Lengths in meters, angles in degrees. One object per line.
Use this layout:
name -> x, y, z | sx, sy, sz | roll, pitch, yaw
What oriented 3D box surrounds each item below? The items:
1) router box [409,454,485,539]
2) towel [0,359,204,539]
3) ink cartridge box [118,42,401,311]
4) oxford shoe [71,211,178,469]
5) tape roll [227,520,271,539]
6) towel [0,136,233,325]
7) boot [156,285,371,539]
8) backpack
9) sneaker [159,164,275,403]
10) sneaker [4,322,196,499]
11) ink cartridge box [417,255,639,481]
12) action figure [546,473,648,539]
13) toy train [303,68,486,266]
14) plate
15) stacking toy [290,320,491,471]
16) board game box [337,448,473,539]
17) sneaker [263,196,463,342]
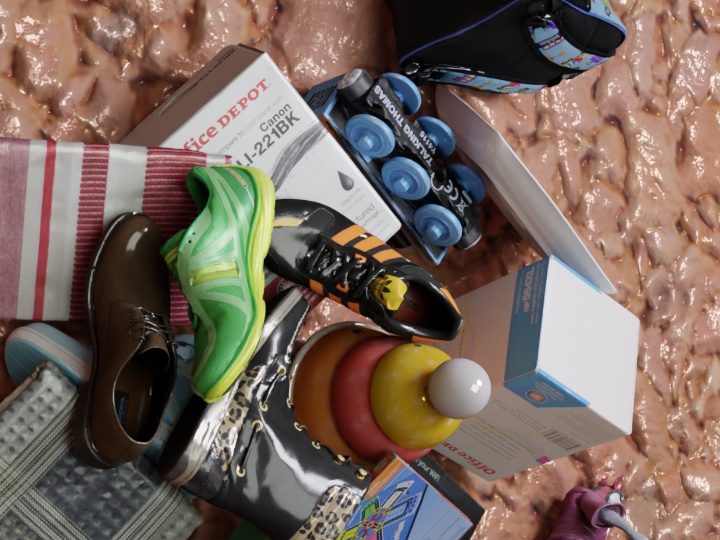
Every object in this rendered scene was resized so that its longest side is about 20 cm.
router box -> 0.008, 0.217, 1.577 | 0.200, 0.051, 0.149 | 46, 60, -26
towel -> -0.250, 0.201, 1.365 | 0.200, 0.035, 0.193 | -46, 113, -9
ink cartridge box -> -0.086, -0.069, 1.481 | 0.144, 0.084, 0.200 | -43, 113, -9
oxford shoe -> -0.166, 0.048, 1.343 | 0.073, 0.084, 0.201 | 12, 70, -35
tape roll -> -0.029, 0.279, 1.494 | 0.200, 0.048, 0.201 | -7, 111, -18
towel -> -0.205, -0.030, 1.393 | 0.199, 0.023, 0.144 | 3, 103, -20
boot -> -0.058, 0.125, 1.408 | 0.151, 0.073, 0.200 | 40, 52, -13
backpack -> 0.144, -0.244, 1.640 | 0.200, 0.182, 0.135 | 9, 64, -50
sneaker -> -0.116, 0.009, 1.349 | 0.083, 0.074, 0.200 | 12, 61, -17
sneaker -> -0.187, 0.083, 1.433 | 0.200, 0.079, 0.131 | 41, 47, -16
ink cartridge box -> 0.134, 0.096, 1.605 | 0.128, 0.200, 0.125 | 34, 50, -31
action figure -> 0.201, 0.273, 1.716 | 0.149, 0.134, 0.200 | 22, 52, 10
toy train -> 0.027, -0.092, 1.573 | 0.200, 0.114, 0.087 | 52, 49, -23
plate -> 0.143, -0.071, 1.632 | 0.032, 0.200, 0.200 | -39, 113, 1
stacking toy -> 0.043, 0.105, 1.459 | 0.146, 0.200, 0.147 | 7, 78, -35
board game box -> -0.010, 0.250, 1.453 | 0.200, 0.019, 0.103 | -46, 119, 1
sneaker -> 0.000, 0.000, 1.435 | 0.200, 0.090, 0.070 | 28, 90, -24
